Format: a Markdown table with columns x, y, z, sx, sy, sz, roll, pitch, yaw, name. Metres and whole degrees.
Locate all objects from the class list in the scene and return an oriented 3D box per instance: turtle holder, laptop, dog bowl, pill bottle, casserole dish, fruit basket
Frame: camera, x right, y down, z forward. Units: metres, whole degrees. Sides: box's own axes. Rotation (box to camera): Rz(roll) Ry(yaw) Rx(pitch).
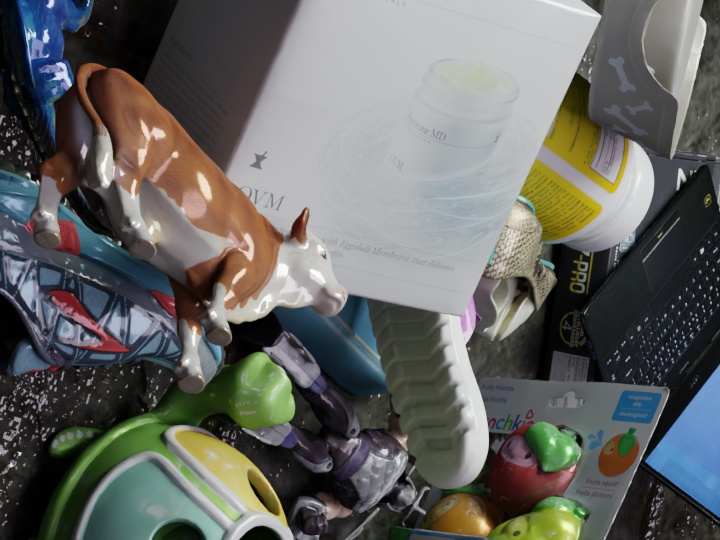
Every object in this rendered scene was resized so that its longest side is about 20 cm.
| x | y | z | sx | sy | sz | roll | pitch | yaw | name |
| --- | --- | --- | --- | --- | --- | --- | --- | --- | --- |
| -0.097 | 0.150 | 1.477 | 0.186 | 0.131 | 0.141 | -47 | 130 | -32 | turtle holder |
| 0.261 | 0.061 | 1.846 | 0.177 | 0.103 | 0.201 | -47 | 132 | -35 | laptop |
| 0.189 | -0.173 | 1.622 | 0.200 | 0.058 | 0.201 | 13 | 90 | -82 | dog bowl |
| 0.108 | -0.085 | 1.699 | 0.200 | 0.112 | 0.113 | 31 | 73 | -49 | pill bottle |
| 0.000 | 0.000 | 1.643 | 0.200 | 0.039 | 0.122 | 46 | 61 | -43 | casserole dish |
| 0.094 | 0.155 | 1.677 | 0.094 | 0.185 | 0.201 | 32 | 71 | -34 | fruit basket |

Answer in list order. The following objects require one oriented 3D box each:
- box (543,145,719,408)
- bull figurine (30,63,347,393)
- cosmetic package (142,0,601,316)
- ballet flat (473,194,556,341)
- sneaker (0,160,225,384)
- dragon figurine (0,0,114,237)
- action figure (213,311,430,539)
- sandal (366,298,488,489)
| x | y | z | sx | sy | sz | roll | pitch | yaw | name |
| --- | --- | --- | --- | --- | --- | --- | --- | --- | --- |
| 0.201 | 0.011 | 1.880 | 0.161 | 0.049 | 0.201 | 4 | 95 | -54 | box |
| -0.088 | -0.018 | 1.334 | 0.200 | 0.065 | 0.122 | 43 | 36 | -28 | bull figurine |
| -0.004 | -0.100 | 1.471 | 0.199 | 0.123 | 0.201 | 12 | 109 | -37 | cosmetic package |
| 0.087 | 0.005 | 1.678 | 0.200 | 0.067 | 0.076 | 64 | 42 | -76 | ballet flat |
| -0.164 | 0.021 | 1.417 | 0.200 | 0.079 | 0.096 | 36 | 76 | -28 | sneaker |
| -0.181 | -0.113 | 1.355 | 0.099 | 0.059 | 0.201 | 18 | 61 | -58 | dragon figurine |
| -0.018 | 0.107 | 1.611 | 0.200 | 0.069 | 0.130 | 42 | 78 | -39 | action figure |
| 0.047 | 0.036 | 1.582 | 0.050 | 0.082 | 0.204 | 7 | 68 | -37 | sandal |
